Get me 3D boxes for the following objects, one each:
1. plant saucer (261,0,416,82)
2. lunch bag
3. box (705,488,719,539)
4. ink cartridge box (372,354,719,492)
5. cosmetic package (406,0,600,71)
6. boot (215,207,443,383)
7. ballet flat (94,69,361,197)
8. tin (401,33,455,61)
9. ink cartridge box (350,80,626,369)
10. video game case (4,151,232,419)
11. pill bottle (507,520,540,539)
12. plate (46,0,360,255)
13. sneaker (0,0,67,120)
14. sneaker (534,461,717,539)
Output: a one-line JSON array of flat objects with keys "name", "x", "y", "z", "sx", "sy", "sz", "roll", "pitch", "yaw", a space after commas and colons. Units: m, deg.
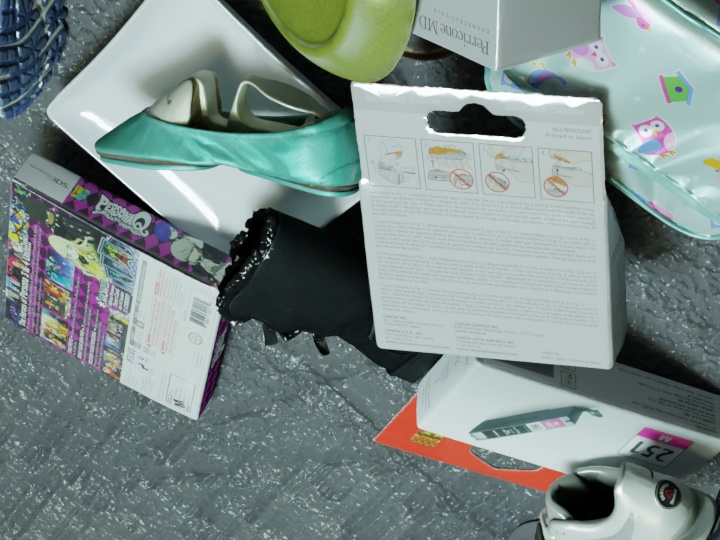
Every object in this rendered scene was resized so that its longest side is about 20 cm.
[{"name": "plant saucer", "x": -0.030, "y": -0.204, "z": 1.196, "sx": 0.200, "sy": 0.031, "sz": 0.201, "roll": 45, "pitch": 145, "yaw": 45}, {"name": "lunch bag", "x": 0.181, "y": -0.112, "z": 1.226, "sx": 0.199, "sy": 0.077, "sz": 0.161, "roll": 35, "pitch": 137, "yaw": -1}, {"name": "box", "x": 0.353, "y": 0.159, "z": 1.348, "sx": 0.196, "sy": 0.118, "sz": 0.200, "roll": 30, "pitch": 139, "yaw": 2}, {"name": "ink cartridge box", "x": 0.129, "y": 0.119, "z": 1.447, "sx": 0.199, "sy": 0.044, "sz": 0.174, "roll": 18, "pitch": 140, "yaw": -18}, {"name": "cosmetic package", "x": 0.071, "y": -0.223, "z": 1.123, "sx": 0.113, "sy": 0.081, "sz": 0.202, "roll": 28, "pitch": 127, "yaw": 48}, {"name": "boot", "x": 0.000, "y": -0.001, "z": 1.412, "sx": 0.162, "sy": 0.074, "sz": 0.198, "roll": 23, "pitch": 143, "yaw": -14}, {"name": "ballet flat", "x": -0.086, "y": -0.097, "z": 1.370, "sx": 0.199, "sy": 0.067, "sz": 0.071, "roll": 9, "pitch": 108, "yaw": 23}, {"name": "tin", "x": 0.022, "y": -0.220, "z": 1.249, "sx": 0.111, "sy": 0.042, "sz": 0.201, "roll": 3, "pitch": 130, "yaw": 22}, {"name": "ink cartridge box", "x": 0.082, "y": -0.035, "z": 1.287, "sx": 0.160, "sy": 0.050, "sz": 0.201, "roll": 5, "pitch": 124, "yaw": 17}, {"name": "video game case", "x": -0.184, "y": 0.016, "z": 1.566, "sx": 0.180, "sy": 0.036, "sz": 0.200, "roll": 27, "pitch": 147, "yaw": 6}, {"name": "pill bottle", "x": 0.121, "y": 0.292, "z": 1.545, "sx": 0.113, "sy": 0.200, "sz": 0.115, "roll": 15, "pitch": 135, "yaw": 16}, {"name": "plate", "x": -0.096, "y": -0.099, "z": 1.433, "sx": 0.199, "sy": 0.032, "sz": 0.200, "roll": 42, "pitch": 137, "yaw": -10}, {"name": "sneaker", "x": -0.260, "y": -0.199, "z": 1.417, "sx": 0.085, "sy": 0.077, "sz": 0.201, "roll": 19, "pitch": 130, "yaw": 27}, {"name": "sneaker", "x": 0.154, "y": 0.177, "z": 1.442, "sx": 0.088, "sy": 0.074, "sz": 0.200, "roll": 33, "pitch": 141, "yaw": -15}]
